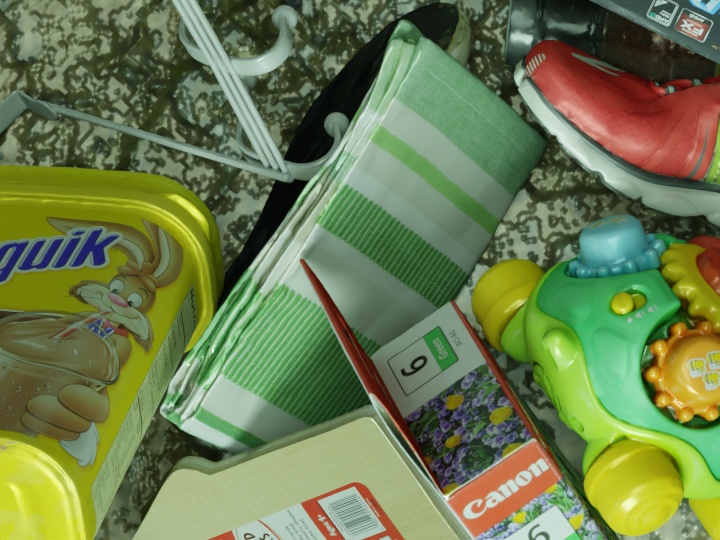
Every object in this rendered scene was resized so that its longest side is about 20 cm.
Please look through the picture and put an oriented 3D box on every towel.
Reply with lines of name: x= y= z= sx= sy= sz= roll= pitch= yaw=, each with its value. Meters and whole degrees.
towel: x=0.000 y=0.000 z=1.235 sx=0.023 sy=0.152 sz=0.201 roll=30 pitch=88 yaw=31

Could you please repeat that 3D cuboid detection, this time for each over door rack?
over door rack: x=-0.110 y=-0.114 z=1.216 sx=0.199 sy=0.148 sz=0.067 roll=7 pitch=53 yaw=32

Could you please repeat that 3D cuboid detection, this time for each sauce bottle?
sauce bottle: x=0.166 y=-0.107 z=1.270 sx=0.199 sy=0.066 sz=0.066 roll=8 pitch=86 yaw=2

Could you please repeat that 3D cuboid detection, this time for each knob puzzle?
knob puzzle: x=-0.022 y=0.155 z=1.239 sx=0.218 sy=0.031 sz=0.221 roll=9 pitch=125 yaw=13

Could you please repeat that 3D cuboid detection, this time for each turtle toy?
turtle toy: x=0.151 y=0.040 z=1.216 sx=0.101 sy=0.199 sz=0.146 roll=-51 pitch=51 yaw=25

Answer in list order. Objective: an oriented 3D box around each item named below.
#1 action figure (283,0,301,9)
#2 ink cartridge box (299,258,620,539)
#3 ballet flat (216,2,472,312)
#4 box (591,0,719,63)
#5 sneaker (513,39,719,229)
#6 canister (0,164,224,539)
action figure: x=-0.096 y=-0.203 z=1.272 sx=0.200 sy=0.105 sz=0.194 roll=-39 pitch=80 yaw=-25
ink cartridge box: x=0.053 y=0.075 z=1.187 sx=0.050 sy=0.109 sz=0.200 roll=-33 pitch=127 yaw=3
ballet flat: x=-0.005 y=-0.035 z=1.286 sx=0.057 sy=0.066 sz=0.201 roll=32 pitch=89 yaw=-36
box: x=0.192 y=-0.155 z=1.219 sx=0.199 sy=0.050 sz=0.199 roll=25 pitch=43 yaw=3
sneaker: x=0.163 y=-0.069 z=1.225 sx=0.199 sy=0.077 sz=0.085 roll=20 pitch=119 yaw=-16
canister: x=-0.154 y=0.042 z=1.193 sx=0.148 sy=0.200 sz=0.087 roll=3 pitch=124 yaw=13
